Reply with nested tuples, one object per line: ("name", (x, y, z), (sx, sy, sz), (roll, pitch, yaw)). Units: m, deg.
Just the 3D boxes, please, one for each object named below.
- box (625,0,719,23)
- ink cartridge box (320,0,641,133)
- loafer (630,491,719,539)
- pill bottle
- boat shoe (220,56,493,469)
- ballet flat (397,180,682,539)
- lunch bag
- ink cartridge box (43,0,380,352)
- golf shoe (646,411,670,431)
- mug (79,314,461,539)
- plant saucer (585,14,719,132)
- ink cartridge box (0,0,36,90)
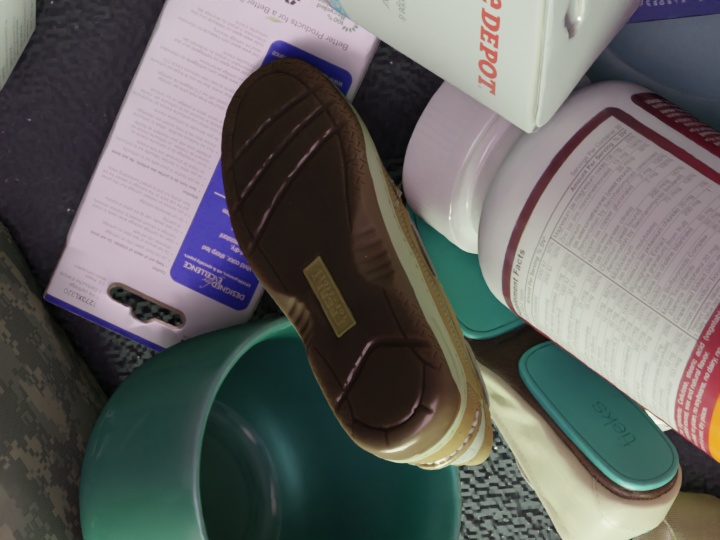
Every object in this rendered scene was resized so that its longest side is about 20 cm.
("box", (0.095, -0.161, 0.766), (0.199, 0.032, 0.122), (0, 112, 37))
("ink cartridge box", (0.014, -0.163, 0.712), (0.200, 0.145, 0.085), (36, 69, 17))
("loafer", (0.116, 0.186, 0.907), (0.067, 0.076, 0.200), (29, 99, -3))
("pill bottle", (0.118, -0.009, 0.764), (0.200, 0.109, 0.110), (37, 113, 30))
("boat shoe", (0.000, 0.000, 0.789), (0.072, 0.076, 0.200), (-33, 57, 21))
("ballet flat", (0.068, 0.042, 0.835), (0.069, 0.069, 0.200), (-41, 59, 17))
("lunch bag", (-0.190, 0.089, 0.837), (0.117, 0.200, 0.164), (-26, 105, 13))
("ink cartridge box", (-0.066, -0.056, 0.862), (0.094, 0.037, 0.200), (25, 107, -3))
("golf shoe", (0.149, 0.030, 0.838), (0.200, 0.092, 0.073), (-35, 105, 18))
("mug", (-0.036, 0.104, 0.839), (0.114, 0.185, 0.153), (-15, 66, 45))
("plant saucer", (0.144, -0.148, 0.776), (0.200, 0.027, 0.201), (15, 120, 28))
("ink cartridge box", (-0.218, -0.159, 0.765), (0.176, 0.200, 0.045), (27, 73, -3))
